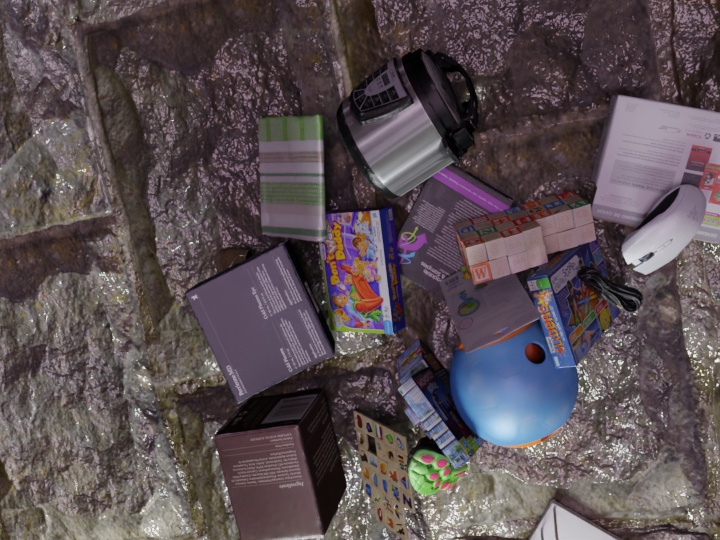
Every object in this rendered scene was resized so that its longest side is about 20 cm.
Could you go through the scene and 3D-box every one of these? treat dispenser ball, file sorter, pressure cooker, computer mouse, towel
[{"bbox_3d":[0.237,0.170,1.046,0.195,0.201,0.207,3,103,13],"label":"treat dispenser ball"},{"bbox_3d":[0.342,0.533,1.137,0.136,0.125,0.204,27,106,6],"label":"file sorter"},{"bbox_3d":[0.082,-0.231,1.015,0.197,0.179,0.178,-30,98,20],"label":"pressure cooker"},{"bbox_3d":[0.410,-0.033,0.947,0.109,0.044,0.201,35,107,-13],"label":"computer mouse"},{"bbox_3d":[-0.112,-0.157,1.133,0.146,0.030,0.206,8,102,36],"label":"towel"}]

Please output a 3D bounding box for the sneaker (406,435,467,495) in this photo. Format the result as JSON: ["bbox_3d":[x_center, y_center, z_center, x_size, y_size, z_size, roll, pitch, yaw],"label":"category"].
[{"bbox_3d":[0.114,0.319,1.119,0.077,0.200,0.084,-48,60,1],"label":"sneaker"}]

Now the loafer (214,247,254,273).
[{"bbox_3d":[-0.199,0.053,1.195,0.066,0.076,0.204,-17,97,24],"label":"loafer"}]

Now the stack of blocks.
[{"bbox_3d":[0.248,-0.053,1.016,0.195,0.116,0.060,-16,110,3],"label":"stack of blocks"}]

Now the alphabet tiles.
[{"bbox_3d":[0.044,0.362,1.176,0.007,0.166,0.206,-13,102,-30],"label":"alphabet tiles"}]

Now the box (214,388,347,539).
[{"bbox_3d":[-0.136,0.343,1.194,0.160,0.166,0.205,-10,99,15],"label":"box"}]

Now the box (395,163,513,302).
[{"bbox_3d":[0.142,-0.064,1.108,0.141,0.036,0.203,31,106,5],"label":"box"}]

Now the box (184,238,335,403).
[{"bbox_3d":[-0.161,0.079,1.113,0.179,0.104,0.204,-25,96,0],"label":"box"}]

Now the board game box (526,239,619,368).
[{"bbox_3d":[0.322,0.039,1.001,0.034,0.198,0.138,-14,99,42],"label":"board game box"}]

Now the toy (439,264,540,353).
[{"bbox_3d":[0.193,0.053,1.011,0.113,0.201,0.048,-28,121,9],"label":"toy"}]

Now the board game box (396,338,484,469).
[{"bbox_3d":[0.122,0.217,1.111,0.062,0.199,0.201,-42,76,17],"label":"board game box"}]

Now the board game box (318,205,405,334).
[{"bbox_3d":[0.000,0.000,1.129,0.132,0.044,0.206,0,102,35],"label":"board game box"}]

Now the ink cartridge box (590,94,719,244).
[{"bbox_3d":[0.449,-0.151,0.987,0.195,0.084,0.180,14,107,11],"label":"ink cartridge box"}]
